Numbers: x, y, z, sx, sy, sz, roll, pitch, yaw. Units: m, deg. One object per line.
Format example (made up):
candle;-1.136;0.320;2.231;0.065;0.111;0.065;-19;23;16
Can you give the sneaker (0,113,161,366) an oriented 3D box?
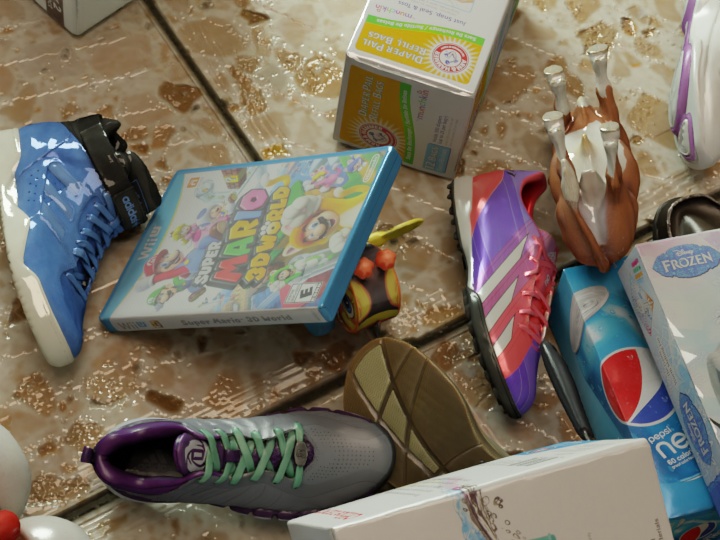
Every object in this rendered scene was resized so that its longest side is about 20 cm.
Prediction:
sneaker;-0.193;-0.030;1.274;0.111;0.077;0.201;-15;53;-4

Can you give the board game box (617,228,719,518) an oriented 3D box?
board game box;0.300;0.060;1.209;0.199;0.043;0.200;-10;65;-18

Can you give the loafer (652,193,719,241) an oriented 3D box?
loafer;0.284;0.016;1.298;0.073;0.071;0.200;-22;62;-19

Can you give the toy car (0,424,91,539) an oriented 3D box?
toy car;-0.262;0.171;1.093;0.175;0.150;0.200;-32;65;-23

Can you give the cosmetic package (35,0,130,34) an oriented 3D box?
cosmetic package;-0.203;-0.331;1.417;0.165;0.165;0.200;41;61;20

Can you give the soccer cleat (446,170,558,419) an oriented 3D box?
soccer cleat;0.110;0.010;1.280;0.073;0.068;0.201;-13;54;9

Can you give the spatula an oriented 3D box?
spatula;0.159;0.115;1.177;0.021;0.057;0.200;-38;46;8

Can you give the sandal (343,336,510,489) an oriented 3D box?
sandal;0.065;0.130;1.211;0.200;0.054;0.080;43;92;3

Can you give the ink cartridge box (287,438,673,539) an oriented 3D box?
ink cartridge box;0.076;0.196;1.089;0.199;0.147;0.147;-14;87;-13

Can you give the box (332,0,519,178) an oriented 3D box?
box;0.060;-0.189;1.383;0.101;0.113;0.201;18;57;5

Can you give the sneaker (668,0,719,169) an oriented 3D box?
sneaker;0.297;-0.161;1.412;0.099;0.075;0.201;13;57;4

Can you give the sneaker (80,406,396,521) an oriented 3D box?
sneaker;-0.078;0.127;1.160;0.199;0.088;0.075;-4;84;5

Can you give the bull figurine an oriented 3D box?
bull figurine;0.164;-0.083;1.293;0.065;0.122;0.200;-12;33;6

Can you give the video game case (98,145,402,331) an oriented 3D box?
video game case;-0.078;-0.021;1.249;0.199;0.018;0.144;-4;49;36

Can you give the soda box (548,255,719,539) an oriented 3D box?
soda box;0.195;0.091;1.242;0.064;0.068;0.201;-12;59;-14

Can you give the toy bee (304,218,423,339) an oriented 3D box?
toy bee;0.000;0.000;1.258;0.200;0.109;0.131;38;59;18
